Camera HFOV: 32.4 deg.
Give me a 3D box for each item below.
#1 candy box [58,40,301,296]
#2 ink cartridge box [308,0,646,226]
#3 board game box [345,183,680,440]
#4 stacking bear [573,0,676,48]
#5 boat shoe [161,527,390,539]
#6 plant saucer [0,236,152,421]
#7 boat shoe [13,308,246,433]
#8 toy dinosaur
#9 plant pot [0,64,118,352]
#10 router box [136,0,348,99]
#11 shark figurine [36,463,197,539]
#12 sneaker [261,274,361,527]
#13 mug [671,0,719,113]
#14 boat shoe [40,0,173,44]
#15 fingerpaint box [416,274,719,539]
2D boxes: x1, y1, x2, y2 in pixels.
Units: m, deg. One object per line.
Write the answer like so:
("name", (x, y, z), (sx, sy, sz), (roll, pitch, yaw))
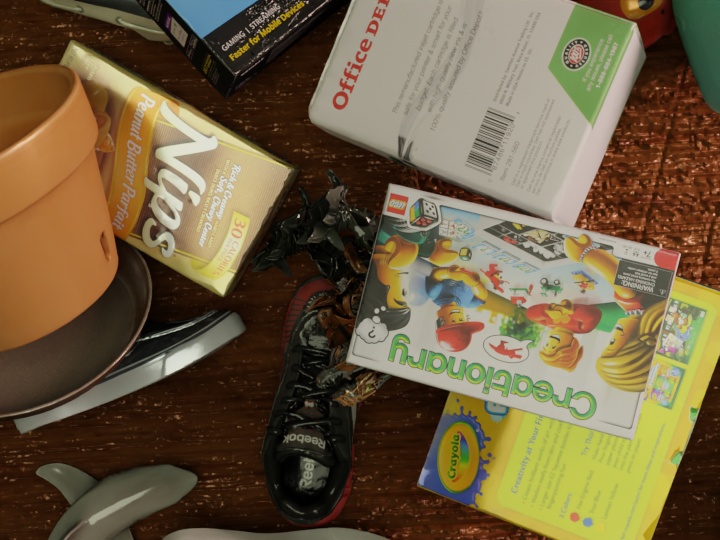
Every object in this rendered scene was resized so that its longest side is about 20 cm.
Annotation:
("candy box", (-0.161, -0.079, 0.966), (0.200, 0.055, 0.116), (30, 96, 2))
("ink cartridge box", (0.084, -0.134, 0.898), (0.199, 0.084, 0.147), (25, 93, 19))
("board game box", (0.101, 0.026, 0.832), (0.199, 0.035, 0.127), (14, 93, 12))
("stacking bear", (0.168, -0.253, 0.917), (0.121, 0.114, 0.200), (-30, 102, -10))
("boat shoe", (-0.060, 0.240, 0.952), (0.199, 0.069, 0.072), (7, 136, -10))
("plant saucer", (-0.253, 0.040, 0.935), (0.199, 0.201, 0.032), (-5, 135, 3))
("boat shoe", (-0.190, 0.062, 0.972), (0.199, 0.072, 0.068), (-22, 92, 10))
("toy dinosaur", (0.000, 0.000, 0.930), (0.136, 0.200, 0.102), (34, 127, -20))
("plant pot", (-0.261, -0.035, 0.867), (0.199, 0.200, 0.140), (-20, 118, 4))
("router box", (-0.075, -0.245, 0.918), (0.200, 0.051, 0.149), (-43, 90, -22))
("shark figurine", (-0.228, 0.240, 0.973), (0.128, 0.090, 0.215), (22, 92, 3))
("sneaker", (-0.034, 0.103, 0.950), (0.071, 0.098, 0.201), (6, 91, 4))
("mug", (0.300, -0.204, 0.886), (0.152, 0.185, 0.115), (-19, 119, 19))
("boat shoe", (-0.156, -0.209, 0.957), (0.199, 0.071, 0.063), (18, 133, -7))
("fingerpaint box", (0.152, 0.084, 0.878), (0.166, 0.073, 0.201), (19, 94, 11))
